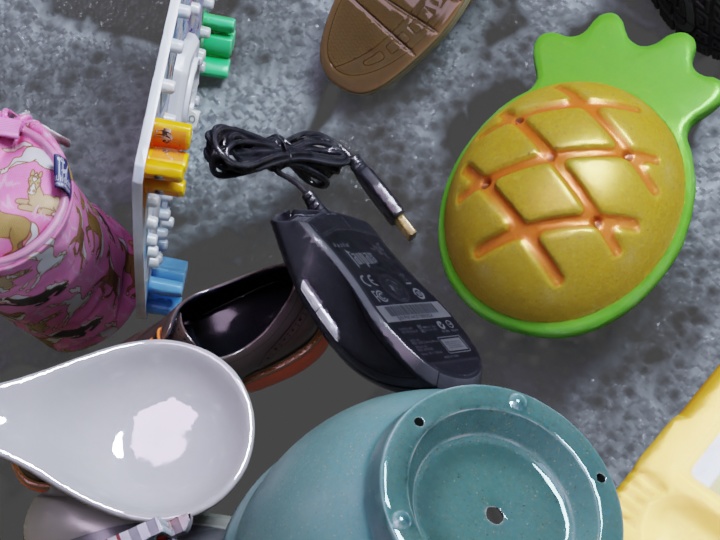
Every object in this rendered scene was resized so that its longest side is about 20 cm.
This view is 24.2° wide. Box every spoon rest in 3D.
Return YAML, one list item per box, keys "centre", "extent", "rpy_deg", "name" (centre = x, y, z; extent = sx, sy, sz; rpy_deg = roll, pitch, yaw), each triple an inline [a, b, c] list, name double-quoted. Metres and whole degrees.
- centre: [-0.153, 0.085, 0.860]
  extent: [0.198, 0.061, 0.100]
  rpy_deg: [-4, 65, -1]
  name: "spoon rest"

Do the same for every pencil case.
- centre: [-0.173, -0.016, 0.907]
  extent: [0.086, 0.200, 0.083]
  rpy_deg: [-34, 75, -6]
  name: "pencil case"

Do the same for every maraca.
- centre: [0.121, -0.054, 0.920]
  extent: [0.136, 0.107, 0.201]
  rpy_deg: [21, 70, 20]
  name: "maraca"

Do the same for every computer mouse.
- centre: [0.000, 0.000, 0.919]
  extent: [0.200, 0.140, 0.046]
  rpy_deg: [48, 114, 17]
  name: "computer mouse"

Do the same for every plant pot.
- centre: [0.043, 0.136, 0.789]
  extent: [0.199, 0.134, 0.201]
  rpy_deg: [11, 53, -15]
  name: "plant pot"

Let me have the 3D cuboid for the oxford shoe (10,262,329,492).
- centre: [-0.112, 0.053, 0.931]
  extent: [0.199, 0.073, 0.071]
  rpy_deg: [-32, 64, -5]
  name: "oxford shoe"

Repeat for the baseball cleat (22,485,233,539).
- centre: [-0.086, 0.173, 0.887]
  extent: [0.199, 0.070, 0.107]
  rpy_deg: [8, 83, 16]
  name: "baseball cleat"

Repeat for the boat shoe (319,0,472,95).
- centre: [0.052, -0.188, 1.019]
  extent: [0.071, 0.064, 0.200]
  rpy_deg: [39, 95, 14]
  name: "boat shoe"

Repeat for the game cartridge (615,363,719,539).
- centre: [0.240, 0.115, 0.850]
  extent: [0.176, 0.033, 0.200]
  rpy_deg: [35, 66, 22]
  name: "game cartridge"

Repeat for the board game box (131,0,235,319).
- centre: [-0.094, -0.097, 0.931]
  extent: [0.026, 0.200, 0.201]
  rpy_deg: [10, 67, -2]
  name: "board game box"

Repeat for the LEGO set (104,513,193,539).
- centre: [-0.090, 0.202, 0.769]
  extent: [0.115, 0.154, 0.201]
  rpy_deg: [-24, 64, 0]
  name: "LEGO set"

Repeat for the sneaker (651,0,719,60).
- centre: [0.197, -0.211, 1.000]
  extent: [0.090, 0.076, 0.201]
  rpy_deg: [-28, 66, -10]
  name: "sneaker"
